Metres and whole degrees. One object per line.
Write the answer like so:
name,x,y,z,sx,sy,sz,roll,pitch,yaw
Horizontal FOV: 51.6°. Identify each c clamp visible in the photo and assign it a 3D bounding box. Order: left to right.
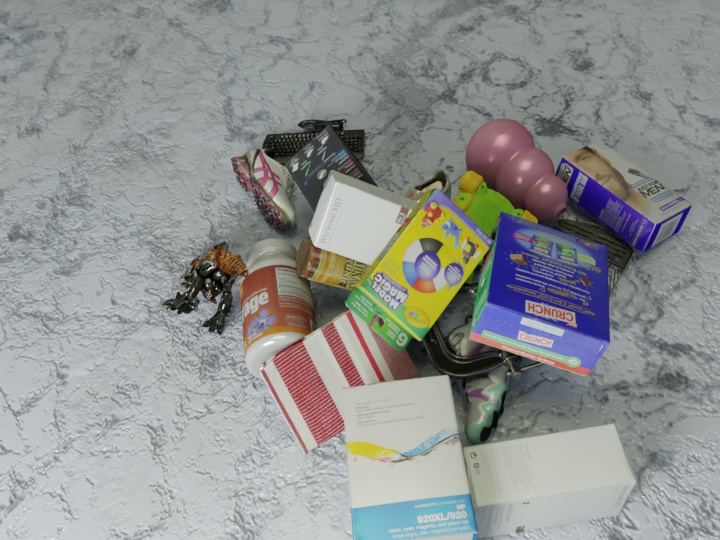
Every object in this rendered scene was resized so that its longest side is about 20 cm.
c clamp,0.164,0.082,1.053,0.168,0.027,0.202,-18,48,-10

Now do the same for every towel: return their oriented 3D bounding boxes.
towel,-0.027,0.143,1.042,0.198,0.146,0.023,-31,13,-12

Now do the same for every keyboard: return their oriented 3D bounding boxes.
keyboard,-0.090,-0.252,1.406,0.195,0.040,0.106,-2,53,2

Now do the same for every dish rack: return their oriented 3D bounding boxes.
dish rack,0.339,-0.010,1.169,0.152,0.055,0.201,27,59,23

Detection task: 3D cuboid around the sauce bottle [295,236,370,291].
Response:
sauce bottle,0.000,0.000,1.136,0.196,0.066,0.067,12,46,-25

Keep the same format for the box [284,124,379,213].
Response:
box,-0.025,-0.122,1.213,0.106,0.122,0.201,-39,45,6

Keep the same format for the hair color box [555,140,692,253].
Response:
hair color box,0.429,-0.127,1.232,0.108,0.066,0.200,-23,51,-31

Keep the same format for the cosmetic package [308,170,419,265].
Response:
cosmetic package,0.033,-0.060,1.085,0.196,0.103,0.074,17,17,-16

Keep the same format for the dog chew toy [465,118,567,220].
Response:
dog chew toy,0.269,-0.163,1.258,0.123,0.125,0.201,-32,64,-19

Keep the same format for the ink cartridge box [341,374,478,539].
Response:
ink cartridge box,0.057,0.258,0.926,0.141,0.149,0.203,-7,52,0

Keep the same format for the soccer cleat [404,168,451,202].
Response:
soccer cleat,0.081,-0.094,1.242,0.069,0.078,0.200,32,61,27

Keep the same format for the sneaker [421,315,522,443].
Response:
sneaker,0.146,0.145,1.059,0.137,0.079,0.201,16,46,19

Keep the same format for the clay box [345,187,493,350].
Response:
clay box,0.081,0.002,1.026,0.114,0.048,0.201,39,81,-11

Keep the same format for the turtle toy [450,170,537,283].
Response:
turtle toy,0.180,-0.051,1.181,0.145,0.101,0.201,36,58,2

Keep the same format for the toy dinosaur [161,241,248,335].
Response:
toy dinosaur,-0.231,0.011,1.144,0.101,0.200,0.138,24,69,-10

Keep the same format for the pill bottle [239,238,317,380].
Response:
pill bottle,-0.126,0.055,1.124,0.110,0.113,0.203,-10,51,-3

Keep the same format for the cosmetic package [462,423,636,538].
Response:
cosmetic package,0.228,0.264,0.930,0.195,0.114,0.082,-9,52,1

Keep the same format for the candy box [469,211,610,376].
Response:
candy box,0.249,0.028,1.022,0.166,0.078,0.202,18,41,3

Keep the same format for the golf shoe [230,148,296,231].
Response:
golf shoe,-0.154,-0.152,1.313,0.091,0.073,0.201,-25,54,-16
